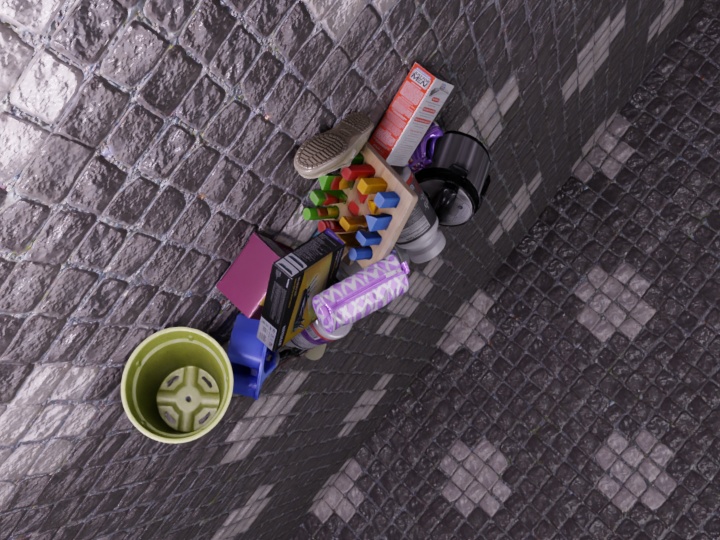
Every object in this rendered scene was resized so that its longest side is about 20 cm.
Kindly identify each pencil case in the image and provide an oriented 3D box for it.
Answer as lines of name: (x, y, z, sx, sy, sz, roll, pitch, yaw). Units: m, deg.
pencil case: (0.005, 0.043, 1.443, 0.197, 0.085, 0.085, -30, -177, -18)

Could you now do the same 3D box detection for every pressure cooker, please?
pressure cooker: (0.206, -0.202, 1.795, 0.177, 0.175, 0.203, 56, 45, -39)

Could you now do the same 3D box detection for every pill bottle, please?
pill bottle: (0.105, -0.123, 1.699, 0.116, 0.115, 0.202, -43, 118, -18)
pill bottle: (-0.110, 0.116, 1.725, 0.111, 0.113, 0.199, -35, -173, -37)

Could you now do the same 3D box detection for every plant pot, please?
plant pot: (-0.332, 0.227, 1.424, 0.200, 0.200, 0.185, -44, 173, -17)

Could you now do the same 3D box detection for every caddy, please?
caddy: (-0.216, 0.174, 1.557, 0.201, 0.102, 0.145, -93, -165, -69)

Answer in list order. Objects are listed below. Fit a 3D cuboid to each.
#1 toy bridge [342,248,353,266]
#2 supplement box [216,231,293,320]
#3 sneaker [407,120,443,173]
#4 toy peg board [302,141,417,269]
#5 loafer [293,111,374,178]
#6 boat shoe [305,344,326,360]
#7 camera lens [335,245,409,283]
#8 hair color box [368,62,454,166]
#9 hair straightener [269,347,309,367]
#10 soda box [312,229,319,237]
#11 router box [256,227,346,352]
toy bridge: (-0.021, -0.041, 1.644, 0.199, 0.027, 0.068, -36, 157, -38)
supplement box: (-0.173, 0.021, 1.503, 0.132, 0.103, 0.200, -52, 161, 6)
sneaker: (0.117, -0.248, 1.716, 0.080, 0.083, 0.202, -18, 144, -57)
toy peg board: (-0.016, -0.123, 1.489, 0.096, 0.200, 0.202, -7, 136, -41)
loafer: (-0.045, -0.218, 1.400, 0.199, 0.075, 0.069, -39, 153, -34)
boat shoe: (-0.095, 0.129, 1.966, 0.063, 0.072, 0.205, -112, -136, -71)
camera lens: (0.000, 0.000, 1.783, 0.200, 0.159, 0.161, -42, 160, -24)
hair color box: (0.102, -0.320, 1.579, 0.202, 0.064, 0.110, -56, 160, 19)
hair straightener: (-0.178, 0.197, 1.869, 0.197, 0.041, 0.077, -27, 162, -13)
soda box: (-0.055, -0.072, 1.661, 0.201, 0.068, 0.063, -53, 162, 7)
router box: (-0.113, 0.037, 1.433, 0.156, 0.052, 0.202, -37, 155, -42)
